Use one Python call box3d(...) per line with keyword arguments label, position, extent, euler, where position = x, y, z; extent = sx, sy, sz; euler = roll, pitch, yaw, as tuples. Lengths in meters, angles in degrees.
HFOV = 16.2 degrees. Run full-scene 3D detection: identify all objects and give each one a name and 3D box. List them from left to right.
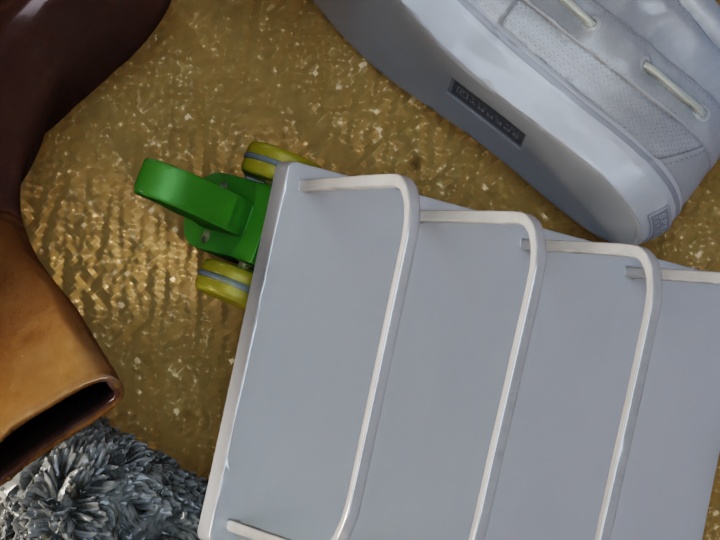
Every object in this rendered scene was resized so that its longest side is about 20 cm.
box3d(label="boot", position=(-0.123, -0.023, 0.895), extent=(0.187, 0.200, 0.069), euler=(-29, 132, -2))
box3d(label="raccoon plush", position=(-0.076, 0.078, 0.963), extent=(0.199, 0.097, 0.135), euler=(-1, 71, -30))
box3d(label="toy alligator", position=(0.000, 0.000, 0.966), extent=(0.199, 0.054, 0.060), euler=(22, 86, -21))
box3d(label="boot", position=(0.061, -0.105, 0.973), extent=(0.200, 0.074, 0.096), euler=(41, 71, 1))
box3d(label="file sorter", position=(0.067, 0.052, 0.896), extent=(0.199, 0.124, 0.140), euler=(14, 86, -23))
